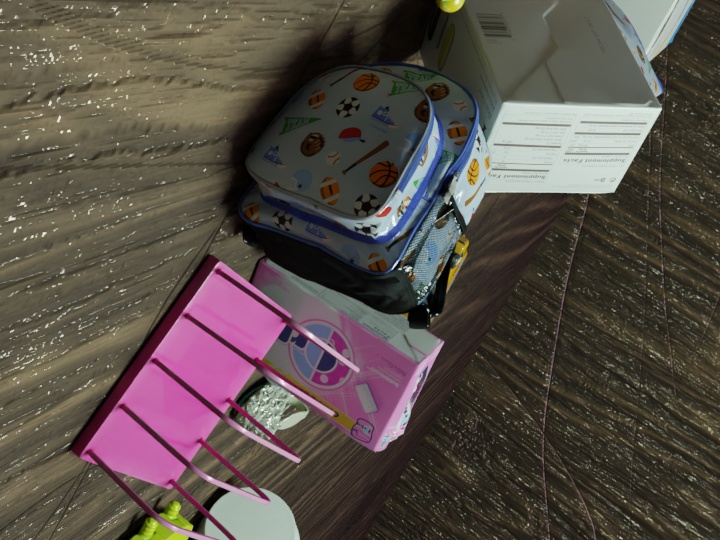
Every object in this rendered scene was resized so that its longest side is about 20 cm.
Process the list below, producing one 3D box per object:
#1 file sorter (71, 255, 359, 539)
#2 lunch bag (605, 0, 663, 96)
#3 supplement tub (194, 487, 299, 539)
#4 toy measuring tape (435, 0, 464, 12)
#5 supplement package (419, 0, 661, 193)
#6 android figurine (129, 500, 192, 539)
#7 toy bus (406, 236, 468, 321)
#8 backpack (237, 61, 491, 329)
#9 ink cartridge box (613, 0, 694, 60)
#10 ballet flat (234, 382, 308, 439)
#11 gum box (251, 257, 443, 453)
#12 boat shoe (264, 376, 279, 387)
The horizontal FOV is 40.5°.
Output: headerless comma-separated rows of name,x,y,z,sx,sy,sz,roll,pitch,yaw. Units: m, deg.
file sorter,-0.114,0.121,0.844,0.200,0.125,0.139,-55,147,-6
lunch bag,0.312,-0.305,1.337,0.124,0.201,0.170,-22,-176,29
supplement tub,-0.162,0.401,1.360,0.145,0.145,0.200,-47,163,-35
toy measuring tape,0.069,-0.299,0.758,0.074,0.073,0.201,-45,145,-38
supplement package,0.160,-0.182,0.923,0.111,0.155,0.201,107,-24,-48
android figurine,-0.260,0.349,1.118,0.200,0.041,0.182,-62,165,23
toy bus,0.117,0.011,1.602,0.078,0.065,0.200,-38,157,-53
backpack,0.010,-0.083,0.803,0.191,0.200,0.154,-54,154,-23
ink cartridge box,0.426,-0.425,1.502,0.200,0.147,0.145,-40,159,-50
ballet flat,-0.087,0.159,1.235,0.200,0.072,0.072,-36,155,-58
gum box,-0.024,0.077,0.971,0.066,0.200,0.114,-34,152,-58
boat shoe,-0.056,0.031,1.075,0.200,0.073,0.067,-58,-166,5
